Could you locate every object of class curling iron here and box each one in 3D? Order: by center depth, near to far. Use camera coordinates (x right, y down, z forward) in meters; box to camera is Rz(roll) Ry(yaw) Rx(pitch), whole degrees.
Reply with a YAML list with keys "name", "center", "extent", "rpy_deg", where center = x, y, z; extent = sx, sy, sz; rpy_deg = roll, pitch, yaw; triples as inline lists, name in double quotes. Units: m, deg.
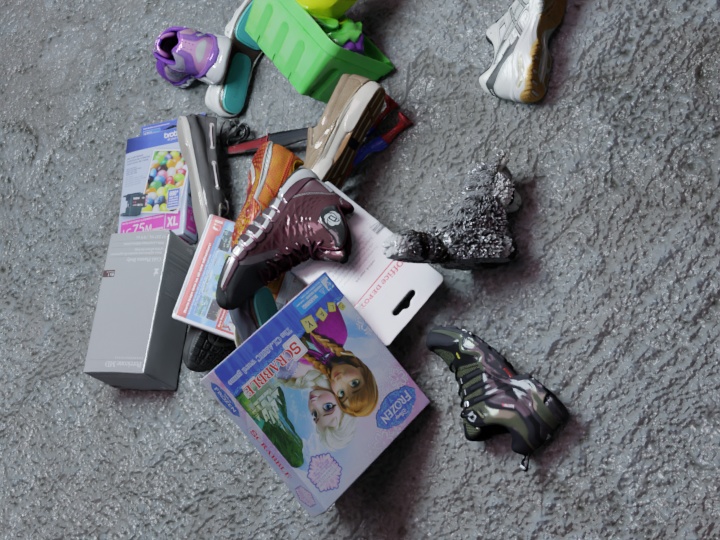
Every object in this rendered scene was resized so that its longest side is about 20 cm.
- name: "curling iron"
  center: [-0.125, -0.183, 1.823]
  extent: [0.199, 0.025, 0.050]
  rpy_deg: [4, 101, 45]

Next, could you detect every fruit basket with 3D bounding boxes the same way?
- name: "fruit basket"
  center: [-0.043, -0.349, 1.790]
  extent: [0.214, 0.155, 0.218]
  rpy_deg: [-9, 76, 39]

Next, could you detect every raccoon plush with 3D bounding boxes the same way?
- name: "raccoon plush"
  center: [0.115, -0.076, 1.575]
  extent: [0.096, 0.199, 0.136]
  rpy_deg: [-10, 78, 41]

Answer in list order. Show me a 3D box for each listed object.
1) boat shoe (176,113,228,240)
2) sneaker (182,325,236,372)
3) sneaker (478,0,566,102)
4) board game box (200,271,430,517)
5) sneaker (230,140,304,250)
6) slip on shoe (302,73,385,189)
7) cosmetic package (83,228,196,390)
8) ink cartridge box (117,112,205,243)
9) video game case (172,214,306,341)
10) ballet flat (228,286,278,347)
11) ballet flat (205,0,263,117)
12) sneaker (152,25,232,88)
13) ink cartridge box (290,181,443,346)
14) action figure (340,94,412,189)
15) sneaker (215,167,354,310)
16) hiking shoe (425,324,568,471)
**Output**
- name: "boat shoe"
  center: [-0.205, -0.124, 1.846]
  extent: [0.056, 0.067, 0.202]
  rpy_deg: [-8, 72, -19]
- name: "sneaker"
  center: [-0.184, 0.039, 1.779]
  extent: [0.090, 0.076, 0.201]
  rpy_deg: [14, 73, 45]
- name: "sneaker"
  center: [0.198, -0.309, 1.682]
  extent: [0.087, 0.076, 0.202]
  rpy_deg: [7, 74, 32]
- name: "board game box"
  center: [-0.047, 0.138, 1.538]
  extent: [0.200, 0.200, 0.041]
  rpy_deg: [-42, 4, -35]
- name: "sneaker"
  center: [-0.112, -0.075, 1.703]
  extent: [0.073, 0.077, 0.202]
  rpy_deg: [-39, 31, 54]
- name: "slip on shoe"
  center: [-0.042, -0.157, 1.706]
  extent: [0.060, 0.076, 0.201]
  rpy_deg: [28, 88, 18]
- name: "cosmetic package"
  center: [-0.293, 0.055, 1.818]
  extent: [0.106, 0.090, 0.202]
  rpy_deg: [-3, 66, 26]
- name: "ink cartridge box"
  center: [-0.281, -0.130, 1.916]
  extent: [0.118, 0.042, 0.202]
  rpy_deg: [-9, 65, 27]
- name: "video game case"
  center: [-0.123, 0.027, 1.716]
  extent: [0.198, 0.017, 0.144]
  rpy_deg: [19, 79, 6]
- name: "ballet flat"
  center: [-0.114, 0.114, 1.664]
  extent: [0.072, 0.073, 0.202]
  rpy_deg: [-15, 100, 24]
- name: "ballet flat"
  center: [-0.174, -0.313, 1.915]
  extent: [0.069, 0.069, 0.202]
  rpy_deg: [13, 80, 33]
- name: "sneaker"
  center: [-0.256, -0.308, 1.909]
  extent: [0.200, 0.088, 0.081]
  rpy_deg: [10, 86, 62]
- name: "ink cartridge box"
  center: [0.000, 0.000, 1.655]
  extent: [0.200, 0.067, 0.116]
  rpy_deg: [40, 85, 20]
- name: "action figure"
  center: [-0.025, -0.146, 1.768]
  extent: [0.200, 0.052, 0.066]
  rpy_deg: [-44, 60, 11]
- name: "sneaker"
  center: [-0.078, -0.019, 1.598]
  extent: [0.115, 0.076, 0.201]
  rpy_deg: [30, 76, 15]
- name: "hiking shoe"
  center: [0.135, 0.139, 1.538]
  extent: [0.199, 0.076, 0.101]
  rpy_deg: [35, 87, 35]
